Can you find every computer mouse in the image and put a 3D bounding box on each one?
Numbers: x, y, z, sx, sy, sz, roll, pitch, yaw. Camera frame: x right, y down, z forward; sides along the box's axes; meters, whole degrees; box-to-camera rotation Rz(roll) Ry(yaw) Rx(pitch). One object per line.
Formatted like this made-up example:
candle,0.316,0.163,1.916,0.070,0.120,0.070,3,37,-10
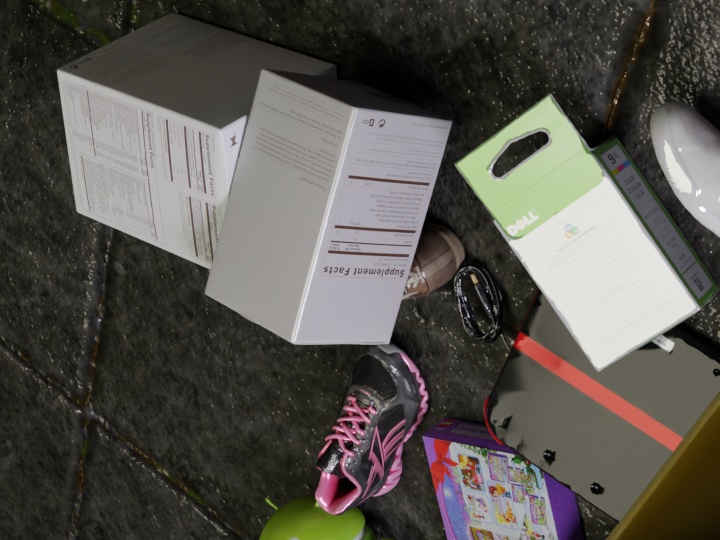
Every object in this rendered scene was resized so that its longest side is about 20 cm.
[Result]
computer mouse,0.136,0.084,1.581,0.059,0.034,0.200,-34,87,28

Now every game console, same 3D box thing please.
game console,0.207,0.107,1.512,0.200,0.031,0.177,33,113,23

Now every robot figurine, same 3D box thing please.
robot figurine,-0.029,0.311,1.842,0.175,0.116,0.200,-13,105,39

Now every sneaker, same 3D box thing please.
sneaker,0.294,-0.052,1.331,0.088,0.075,0.200,-35,95,38
sneaker,0.000,0.000,1.639,0.200,0.076,0.071,-14,105,48
sneaker,0.001,0.153,1.727,0.079,0.095,0.200,33,133,27

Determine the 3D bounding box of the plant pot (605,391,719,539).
plant pot,0.325,0.238,1.364,0.200,0.194,0.195,46,168,-30

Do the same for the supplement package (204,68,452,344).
supplement package,-0.028,-0.052,1.535,0.121,0.120,0.200,27,107,41

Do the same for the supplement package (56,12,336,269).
supplement package,-0.140,-0.115,1.643,0.200,0.152,0.151,22,130,34

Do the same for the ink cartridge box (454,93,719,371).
ink cartridge box,0.176,-0.034,1.435,0.104,0.059,0.200,-35,90,32

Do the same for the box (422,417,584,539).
box,0.139,0.237,1.687,0.137,0.039,0.200,7,120,41
